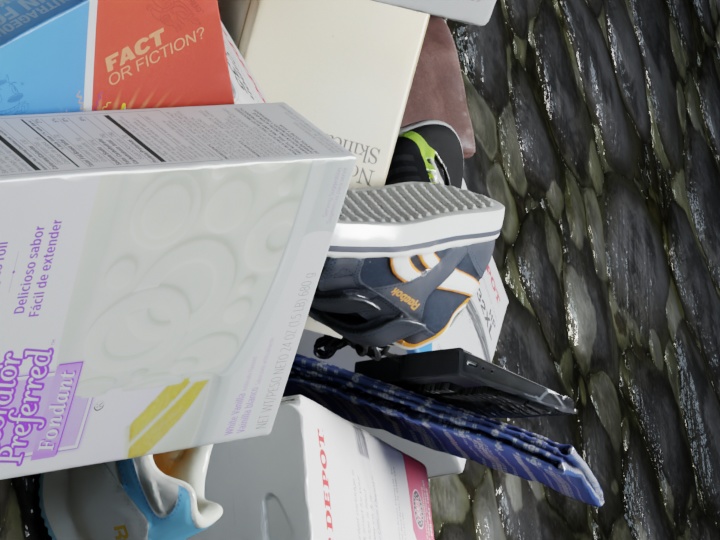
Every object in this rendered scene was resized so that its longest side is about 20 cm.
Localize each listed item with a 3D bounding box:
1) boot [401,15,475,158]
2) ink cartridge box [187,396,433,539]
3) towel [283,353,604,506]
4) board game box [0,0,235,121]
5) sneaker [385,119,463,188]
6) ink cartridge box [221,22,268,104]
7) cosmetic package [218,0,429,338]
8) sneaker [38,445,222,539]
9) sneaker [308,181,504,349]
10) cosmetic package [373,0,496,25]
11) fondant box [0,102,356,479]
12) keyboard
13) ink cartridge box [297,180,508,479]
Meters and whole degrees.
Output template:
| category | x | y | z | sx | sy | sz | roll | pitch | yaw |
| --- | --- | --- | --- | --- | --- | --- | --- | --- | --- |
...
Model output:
| category | x | y | z | sx | sy | sz | roll | pitch | yaw |
| --- | --- | --- | --- | --- | --- | --- | --- | --- | --- |
| boot | 0.007 | -0.075 | 1.531 | 0.166 | 0.072 | 0.200 | 1 | 68 | -36 |
| ink cartridge box | -0.026 | 0.161 | 1.361 | 0.200 | 0.083 | 0.147 | 35 | 47 | -64 |
| towel | 0.036 | 0.092 | 1.433 | 0.145 | 0.200 | 0.024 | 49 | 61 | -71 |
| board game box | -0.123 | -0.038 | 1.073 | 0.153 | 0.040 | 0.200 | -32 | 137 | -23 |
| sneaker | 0.030 | -0.024 | 1.441 | 0.200 | 0.083 | 0.072 | -51 | 124 | -47 |
| ink cartridge box | -0.128 | -0.119 | 1.186 | 0.147 | 0.083 | 0.200 | 59 | 9 | 29 |
| cosmetic package | -0.040 | -0.075 | 1.320 | 0.103 | 0.073 | 0.200 | 13 | 91 | -28 |
| sneaker | -0.107 | 0.045 | 1.226 | 0.077 | 0.081 | 0.200 | 41 | 40 | -58 |
| sneaker | 0.000 | 0.000 | 1.246 | 0.200 | 0.078 | 0.079 | -1 | 110 | -52 |
| cosmetic package | -0.021 | -0.240 | 1.202 | 0.165 | 0.200 | 0.165 | 9 | 111 | -32 |
| fondant box | -0.109 | 0.008 | 1.044 | 0.200 | 0.058 | 0.144 | -6 | 123 | -41 |
| keyboard | 0.033 | 0.059 | 1.387 | 0.021 | 0.127 | 0.200 | -68 | -167 | -11 |
| ink cartridge box | 0.023 | 0.022 | 1.603 | 0.200 | 0.084 | 0.145 | -70 | 144 | -56 |
